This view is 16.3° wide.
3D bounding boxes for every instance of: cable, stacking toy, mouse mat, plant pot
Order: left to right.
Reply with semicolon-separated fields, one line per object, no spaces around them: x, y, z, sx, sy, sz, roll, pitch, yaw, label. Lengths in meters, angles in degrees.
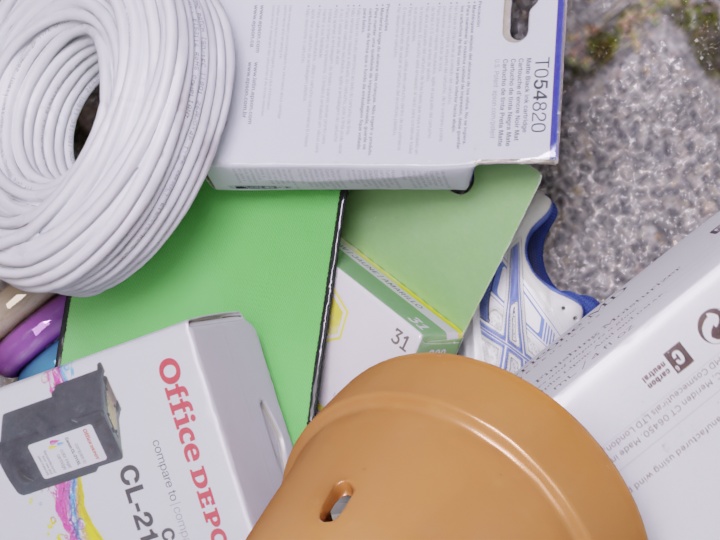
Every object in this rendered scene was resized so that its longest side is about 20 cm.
-0.151;-0.083;1.375;0.199;0.069;0.201;1;74;47;cable
-0.137;0.087;1.453;0.085;0.085;0.200;-39;87;8;stacking toy
-0.090;0.007;1.393;0.160;0.008;0.201;6;84;19;mouse mat
0.024;0.159;1.217;0.199;0.140;0.201;17;123;28;plant pot

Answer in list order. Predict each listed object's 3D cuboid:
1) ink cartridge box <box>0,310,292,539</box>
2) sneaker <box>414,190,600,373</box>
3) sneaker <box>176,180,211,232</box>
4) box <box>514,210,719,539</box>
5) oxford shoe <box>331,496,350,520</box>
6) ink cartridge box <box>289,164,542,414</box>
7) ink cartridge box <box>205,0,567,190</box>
-0.140;0.121;1.348;0.199;0.083;0.147;-20;84;19;ink cartridge box
0.097;0.051;1.399;0.088;0.075;0.201;-18;85;10;sneaker
-0.063;-0.058;1.442;0.077;0.073;0.201;23;97;0;sneaker
0.196;0.098;1.312;0.199;0.131;0.200;-39;95;-2;box
0.027;0.150;1.392;0.199;0.058;0.076;-5;117;35;oxford shoe
0.000;0.000;1.390;0.145;0.048;0.201;38;115;33;ink cartridge box
0.019;-0.141;1.372;0.199;0.041;0.201;1;70;14;ink cartridge box
